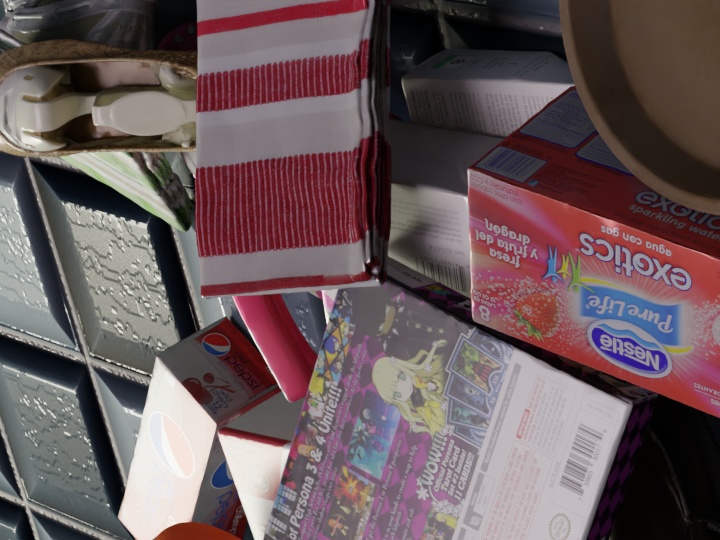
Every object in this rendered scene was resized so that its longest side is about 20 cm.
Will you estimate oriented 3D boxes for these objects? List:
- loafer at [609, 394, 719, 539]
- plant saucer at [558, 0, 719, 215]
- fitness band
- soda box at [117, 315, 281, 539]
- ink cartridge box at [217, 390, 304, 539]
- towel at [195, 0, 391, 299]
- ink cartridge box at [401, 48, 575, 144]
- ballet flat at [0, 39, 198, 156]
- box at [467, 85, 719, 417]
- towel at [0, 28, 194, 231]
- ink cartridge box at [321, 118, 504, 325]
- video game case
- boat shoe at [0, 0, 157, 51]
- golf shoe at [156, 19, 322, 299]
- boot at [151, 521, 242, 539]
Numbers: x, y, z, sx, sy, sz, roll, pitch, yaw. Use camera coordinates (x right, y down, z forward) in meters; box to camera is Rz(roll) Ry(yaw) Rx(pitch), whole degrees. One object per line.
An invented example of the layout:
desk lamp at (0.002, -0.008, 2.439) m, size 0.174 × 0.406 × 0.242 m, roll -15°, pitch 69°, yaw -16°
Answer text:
loafer at (0.160, 0.129, 1.558) m, size 0.073 × 0.071 × 0.201 m, roll -8°, pitch 119°, yaw 55°
plant saucer at (0.174, -0.126, 1.342) m, size 0.199 × 0.029 × 0.201 m, roll 9°, pitch 102°, yaw 45°
fitness band at (0.000, 0.000, 1.659) m, size 0.143 × 0.037 × 0.201 m, roll -23°, pitch 105°, yaw 14°
soda box at (-0.109, 0.124, 1.963) m, size 0.070 × 0.063 × 0.200 m, roll 46°, pitch 147°, yaw 22°
ink cartridge box at (0.008, 0.179, 1.825) m, size 0.145 × 0.083 × 0.201 m, roll 7°, pitch 121°, yaw 52°
towel at (-0.040, -0.089, 1.521) m, size 0.144 × 0.023 × 0.201 m, roll -5°, pitch 84°, yaw 46°
ink cartridge box at (0.126, -0.035, 1.536) m, size 0.199 × 0.050 × 0.162 m, roll 5°, pitch 120°, yaw 38°
ballet flat at (-0.152, -0.097, 1.659) m, size 0.199 × 0.065 × 0.071 m, roll -4°, pitch 102°, yaw 22°
box at (0.160, -0.006, 1.414) m, size 0.199 × 0.103 × 0.095 m, roll 21°, pitch 132°, yaw 30°
towel at (-0.176, -0.093, 1.806) m, size 0.149 × 0.031 × 0.200 m, roll 32°, pitch 172°, yaw 12°
ink cartridge box at (0.045, 0.026, 1.565) m, size 0.117 × 0.067 × 0.201 m, roll 13°, pitch 124°, yaw 36°
video game case at (0.044, 0.117, 1.499) m, size 0.181 × 0.036 × 0.201 m, roll 26°, pitch 111°, yaw 28°
boat shoe at (-0.176, -0.151, 1.822) m, size 0.202 × 0.074 × 0.065 m, roll 16°, pitch 94°, yaw 66°
golf shoe at (-0.056, -0.057, 1.745) m, size 0.200 × 0.075 × 0.092 m, roll 57°, pitch 158°, yaw 19°
boot at (-0.053, 0.189, 1.780) m, size 0.199 × 0.075 × 0.108 m, roll 27°, pitch 133°, yaw 31°
